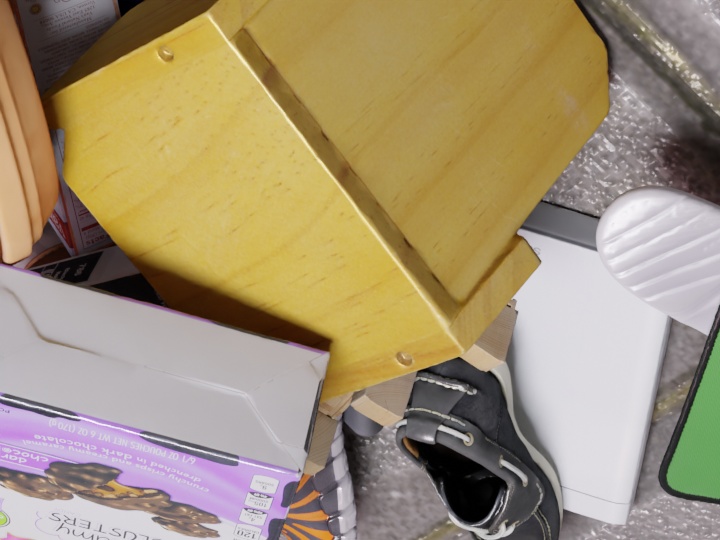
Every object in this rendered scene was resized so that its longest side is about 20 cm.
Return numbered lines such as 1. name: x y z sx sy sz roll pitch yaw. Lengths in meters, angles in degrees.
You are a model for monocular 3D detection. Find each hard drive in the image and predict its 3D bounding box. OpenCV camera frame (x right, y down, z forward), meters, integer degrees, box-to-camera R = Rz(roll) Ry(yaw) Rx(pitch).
1. hard drive: 0.101 0.049 1.200 0.131 0.027 0.201 17 134 14

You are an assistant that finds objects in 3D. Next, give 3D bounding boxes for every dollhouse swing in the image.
1. dollhouse swing: -0.010 -0.077 1.043 0.181 0.176 0.200 -21 118 41

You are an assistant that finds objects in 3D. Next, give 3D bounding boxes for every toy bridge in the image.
1. toy bridge: 0.017 0.047 1.124 0.027 0.068 0.200 30 146 -18

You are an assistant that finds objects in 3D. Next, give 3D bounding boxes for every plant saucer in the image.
1. plant saucer: -0.184 -0.102 1.012 0.200 0.037 0.202 160 90 -76

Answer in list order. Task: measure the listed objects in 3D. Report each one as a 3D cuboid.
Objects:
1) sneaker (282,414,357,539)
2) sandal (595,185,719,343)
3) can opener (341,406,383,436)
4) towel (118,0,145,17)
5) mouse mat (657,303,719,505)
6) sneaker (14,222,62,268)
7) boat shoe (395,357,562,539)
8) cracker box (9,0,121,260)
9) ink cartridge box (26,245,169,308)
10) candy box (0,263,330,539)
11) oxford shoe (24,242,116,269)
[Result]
1. sneaker: -0.066 0.114 1.269 0.111 0.078 0.201 -17 132 -10
2. sandal: 0.205 0.005 1.082 0.206 0.059 0.079 31 116 -19
3. can opener: 0.000 0.000 1.204 0.067 0.053 0.201 41 146 37
4. towel: -0.092 -0.100 1.124 0.147 0.049 0.201 18 134 38
5. mouse mat: 0.247 0.044 1.068 0.159 0.008 0.201 10 120 -9
6. sneaker: -0.222 -0.038 1.261 0.198 0.075 0.087 7 126 21
7. boat shoe: 0.064 0.117 1.198 0.071 0.068 0.201 0 144 21
8. cracker box: -0.164 -0.124 1.105 0.134 0.057 0.201 52 157 42
9. ink cartridge box: -0.118 0.037 1.117 0.198 0.039 0.100 -15 118 24
10. candy box: -0.117 0.096 1.065 0.166 0.072 0.201 15 146 -3
11. oxford shoe: -0.108 0.016 1.171 0.198 0.071 0.072 2 102 23
